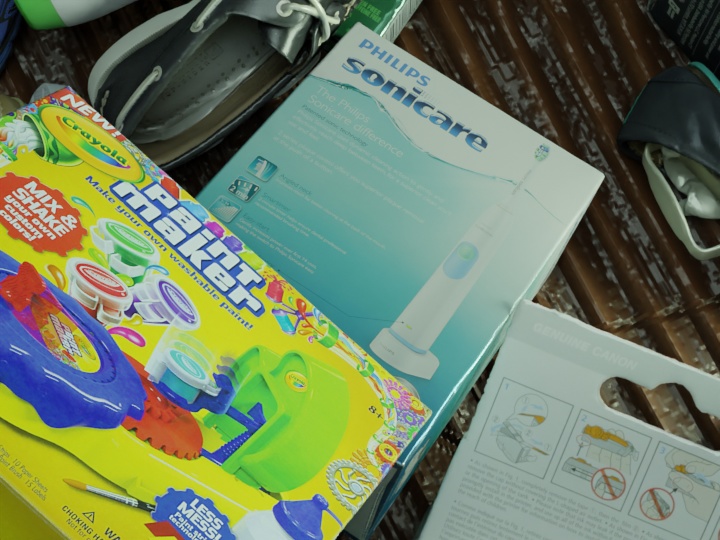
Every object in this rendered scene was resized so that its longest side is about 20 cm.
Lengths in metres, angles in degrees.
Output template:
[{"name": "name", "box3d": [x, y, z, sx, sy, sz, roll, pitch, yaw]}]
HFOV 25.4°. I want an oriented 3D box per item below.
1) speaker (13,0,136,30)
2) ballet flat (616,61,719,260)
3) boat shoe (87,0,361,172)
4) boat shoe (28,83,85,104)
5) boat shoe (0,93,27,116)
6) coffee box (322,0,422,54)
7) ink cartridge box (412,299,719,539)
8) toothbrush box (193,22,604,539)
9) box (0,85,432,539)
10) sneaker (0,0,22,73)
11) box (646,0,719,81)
[{"name": "speaker", "box3d": [-0.084, -0.191, 0.787, 0.200, 0.088, 0.088, -24, 78, -1]}, {"name": "ballet flat", "box3d": [0.202, -0.016, 0.791, 0.073, 0.073, 0.200, -39, 73, -7]}, {"name": "boat shoe", "box3d": [-0.047, -0.119, 0.771, 0.200, 0.074, 0.060, -34, 44, 10]}, {"name": "boat shoe", "box3d": [-0.125, -0.002, 0.799, 0.071, 0.072, 0.200, 0, 63, -31]}, {"name": "boat shoe", "box3d": [-0.251, -0.029, 0.789, 0.200, 0.063, 0.073, -36, 44, -1]}, {"name": "coffee box", "box3d": [0.010, -0.216, 0.852, 0.123, 0.044, 0.200, 31, 81, 9]}, {"name": "ink cartridge box", "box3d": [0.110, 0.128, 0.734, 0.162, 0.050, 0.200, 22, 101, 6]}, {"name": "toothbrush box", "box3d": [0.000, 0.000, 0.746, 0.146, 0.085, 0.200, 32, 56, 8]}, {"name": "box", "box3d": [-0.112, 0.062, 0.585, 0.200, 0.193, 0.122, 41, 119, 3]}, {"name": "sneaker", "box3d": [-0.253, -0.103, 0.816, 0.200, 0.078, 0.075, -43, 80, -8]}, {"name": "box", "box3d": [0.267, -0.118, 0.793, 0.148, 0.104, 0.200, -37, 79, -7]}]
